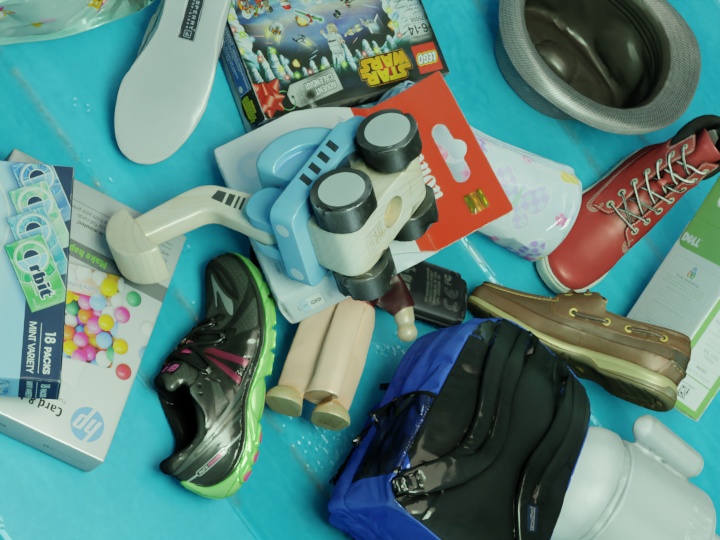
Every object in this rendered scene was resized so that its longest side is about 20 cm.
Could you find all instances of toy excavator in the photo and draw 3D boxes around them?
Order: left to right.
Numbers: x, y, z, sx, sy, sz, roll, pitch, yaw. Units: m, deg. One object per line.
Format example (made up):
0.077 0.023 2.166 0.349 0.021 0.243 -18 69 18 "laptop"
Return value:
-0.067 -0.046 1.467 0.195 0.199 0.100 -52 145 -29 "toy excavator"

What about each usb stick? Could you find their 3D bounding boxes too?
0.000 0.000 1.617 0.199 0.033 0.056 18 59 -23 "usb stick"

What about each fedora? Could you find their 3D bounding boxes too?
0.202 -0.194 1.761 0.199 0.090 0.178 26 61 -12 "fedora"

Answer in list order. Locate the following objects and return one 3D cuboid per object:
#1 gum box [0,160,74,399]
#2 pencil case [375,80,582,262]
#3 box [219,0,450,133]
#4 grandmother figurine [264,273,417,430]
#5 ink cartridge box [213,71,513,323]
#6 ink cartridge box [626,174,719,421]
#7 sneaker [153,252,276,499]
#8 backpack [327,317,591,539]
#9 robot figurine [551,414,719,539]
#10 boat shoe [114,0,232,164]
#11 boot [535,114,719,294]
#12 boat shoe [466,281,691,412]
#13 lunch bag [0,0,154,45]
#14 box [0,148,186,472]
-0.312 0.001 1.396 0.198 0.045 0.171 4 67 -10 "gum box"
0.094 -0.085 1.667 0.199 0.083 0.091 27 84 -20 "pencil case"
-0.032 -0.206 1.665 0.199 0.040 0.138 -18 84 -33 "box"
-0.009 0.025 1.549 0.121 0.061 0.201 21 68 -14 "grandmother figurine"
0.000 -0.070 1.540 0.199 0.047 0.161 -27 57 2 "ink cartridge box"
0.306 0.021 1.683 0.059 0.104 0.201 32 93 -26 "ink cartridge box"
-0.116 0.074 1.502 0.083 0.077 0.201 14 63 -22 "sneaker"
0.073 0.139 1.526 0.162 0.167 0.201 42 61 -25 "backpack"
0.218 0.206 1.620 0.199 0.113 0.170 32 90 -16 "robot figurine"
-0.148 -0.181 1.572 0.071 0.066 0.201 14 87 -1 "boat shoe"
0.248 -0.063 1.711 0.073 0.144 0.200 49 58 -6 "boot"
0.187 0.052 1.637 0.199 0.072 0.068 23 75 21 "boat shoe"
-0.262 -0.272 1.512 0.199 0.122 0.171 -17 80 -42 "lunch bag"
-0.236 0.029 1.470 0.155 0.041 0.201 28 63 -18 "box"
